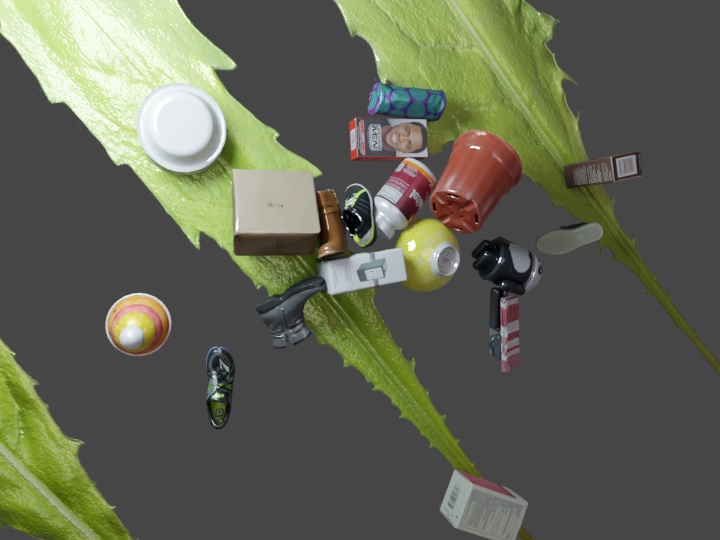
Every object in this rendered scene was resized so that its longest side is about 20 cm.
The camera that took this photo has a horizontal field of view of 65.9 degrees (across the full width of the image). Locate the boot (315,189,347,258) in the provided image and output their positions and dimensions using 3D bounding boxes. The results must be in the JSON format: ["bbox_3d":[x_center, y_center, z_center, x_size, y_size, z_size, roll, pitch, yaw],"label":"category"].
[{"bbox_3d":[-0.081,-0.116,1.351,0.073,0.200,0.157,-11,101,6],"label":"boot"}]

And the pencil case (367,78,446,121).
[{"bbox_3d":[0.121,-0.441,1.450,0.197,0.093,0.086,2,126,-18],"label":"pencil case"}]

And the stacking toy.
[{"bbox_3d":[-0.495,0.130,1.223,0.144,0.200,0.149,-1,92,-17],"label":"stacking toy"}]

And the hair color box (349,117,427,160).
[{"bbox_3d":[0.074,-0.342,1.452,0.197,0.061,0.103,-4,93,-18],"label":"hair color box"}]

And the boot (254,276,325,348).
[{"bbox_3d":[-0.152,0.106,1.382,0.198,0.070,0.133,-24,102,17],"label":"boot"}]

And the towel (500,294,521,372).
[{"bbox_3d":[0.425,0.175,1.560,0.143,0.022,0.204,-3,92,-60],"label":"towel"}]

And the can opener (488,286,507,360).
[{"bbox_3d":[0.399,0.150,1.573,0.053,0.067,0.203,-1,96,-18],"label":"can opener"}]

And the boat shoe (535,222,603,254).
[{"bbox_3d":[0.608,-0.096,1.632,0.197,0.062,0.076,-16,102,-1],"label":"boat shoe"}]

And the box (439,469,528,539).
[{"bbox_3d":[0.345,0.664,1.558,0.198,0.109,0.129,24,85,-17],"label":"box"}]

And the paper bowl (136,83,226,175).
[{"bbox_3d":[-0.411,-0.327,1.280,0.197,0.104,0.204,0,91,-17],"label":"paper bowl"}]

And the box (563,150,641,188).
[{"bbox_3d":[0.680,-0.283,1.572,0.099,0.200,0.076,-13,99,-15],"label":"box"}]

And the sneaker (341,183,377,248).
[{"bbox_3d":[-0.010,-0.148,1.376,0.071,0.202,0.082,-35,141,25],"label":"sneaker"}]

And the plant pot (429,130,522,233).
[{"bbox_3d":[0.285,-0.215,1.424,0.200,0.200,0.196,42,63,-15],"label":"plant pot"}]

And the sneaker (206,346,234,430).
[{"bbox_3d":[-0.337,0.285,1.341,0.070,0.083,0.203,1,92,-17],"label":"sneaker"}]

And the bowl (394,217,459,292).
[{"bbox_3d":[0.196,-0.033,1.452,0.198,0.107,0.203,-8,105,-33],"label":"bowl"}]

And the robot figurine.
[{"bbox_3d":[0.408,-0.015,1.538,0.198,0.125,0.152,21,86,-17],"label":"robot figurine"}]

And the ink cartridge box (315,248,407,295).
[{"bbox_3d":[0.000,0.000,1.401,0.197,0.146,0.085,-10,94,-17],"label":"ink cartridge box"}]

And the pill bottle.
[{"bbox_3d":[0.101,-0.182,1.441,0.113,0.113,0.201,40,82,-15],"label":"pill bottle"}]

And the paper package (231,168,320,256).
[{"bbox_3d":[-0.205,-0.138,1.315,0.197,0.104,0.193,-1,61,-16],"label":"paper package"}]
